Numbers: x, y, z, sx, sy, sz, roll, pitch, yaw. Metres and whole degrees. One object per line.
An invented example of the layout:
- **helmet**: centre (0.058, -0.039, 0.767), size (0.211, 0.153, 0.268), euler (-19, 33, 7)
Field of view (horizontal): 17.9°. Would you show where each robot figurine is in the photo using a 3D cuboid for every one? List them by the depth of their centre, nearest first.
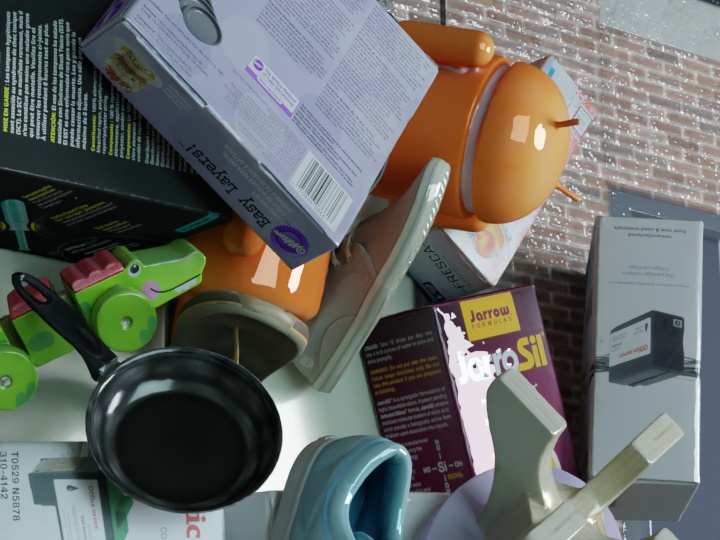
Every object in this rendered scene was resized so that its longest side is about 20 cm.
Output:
- **robot figurine**: centre (-0.073, -0.041, 1.491), size (0.144, 0.116, 0.201), euler (19, 80, -56)
- **robot figurine**: centre (0.057, -0.097, 1.567), size (0.117, 0.199, 0.144), euler (-9, 113, -70)

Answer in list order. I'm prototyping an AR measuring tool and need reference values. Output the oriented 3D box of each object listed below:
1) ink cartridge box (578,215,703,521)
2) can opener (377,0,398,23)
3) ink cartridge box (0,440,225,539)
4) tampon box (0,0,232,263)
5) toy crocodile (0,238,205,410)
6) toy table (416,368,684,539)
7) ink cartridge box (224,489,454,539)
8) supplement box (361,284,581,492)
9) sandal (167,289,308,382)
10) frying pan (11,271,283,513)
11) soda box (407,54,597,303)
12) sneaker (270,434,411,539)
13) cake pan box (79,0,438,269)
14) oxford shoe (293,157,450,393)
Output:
- **ink cartridge box**: centre (0.209, 0.077, 1.708), size (0.083, 0.145, 0.201), euler (3, 73, 3)
- **can opener**: centre (0.055, -0.145, 1.662), size (0.199, 0.063, 0.079), euler (18, 108, -11)
- **ink cartridge box**: centre (-0.180, 0.174, 1.337), size (0.199, 0.084, 0.147), euler (0, 78, -16)
- **tampon box**: centre (-0.197, -0.092, 1.390), size (0.200, 0.150, 0.127), euler (12, 71, -41)
- **toy crocodile**: centre (-0.188, 0.030, 1.385), size (0.200, 0.068, 0.062), euler (-26, 113, -8)
- **toy table**: centre (0.123, 0.159, 1.413), size (0.184, 0.117, 0.200), euler (40, 38, -1)
- **ink cartridge box**: centre (-0.025, 0.220, 1.467), size (0.200, 0.147, 0.145), euler (6, 75, -41)
- **supplement box**: centre (0.084, 0.120, 1.632), size (0.110, 0.086, 0.201), euler (-11, 86, -42)
- **sandal**: centre (-0.094, 0.068, 1.407), size (0.080, 0.200, 0.054), euler (19, 58, -24)
- **frying pan**: centre (-0.137, 0.081, 1.319), size (0.190, 0.031, 0.115), euler (21, 50, 4)
- **soda box**: centre (0.100, -0.070, 1.708), size (0.064, 0.068, 0.200), euler (48, 52, -19)
- **sneaker**: centre (-0.015, 0.187, 1.328), size (0.074, 0.082, 0.201), euler (22, 66, -35)
- **cake pan box**: centre (-0.053, -0.126, 1.390), size (0.200, 0.052, 0.184), euler (45, 47, -19)
- **oxford shoe**: centre (0.000, 0.000, 1.532), size (0.058, 0.200, 0.075), euler (34, 35, 3)
